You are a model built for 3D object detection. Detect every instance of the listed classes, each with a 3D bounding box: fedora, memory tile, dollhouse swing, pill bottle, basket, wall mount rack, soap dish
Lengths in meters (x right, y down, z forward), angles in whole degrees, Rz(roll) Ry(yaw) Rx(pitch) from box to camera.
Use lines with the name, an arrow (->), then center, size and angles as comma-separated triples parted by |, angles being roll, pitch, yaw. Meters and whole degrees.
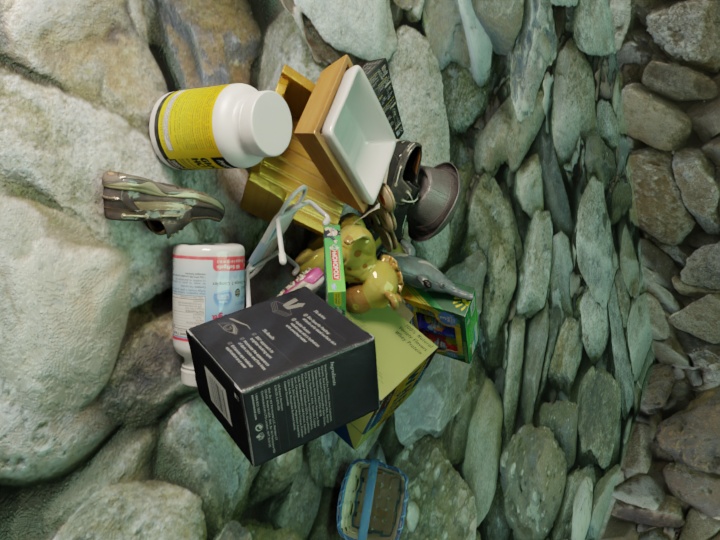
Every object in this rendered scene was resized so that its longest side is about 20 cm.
fedora -> 0.125, -0.158, 1.587 | 0.089, 0.199, 0.181 | 23, 90, -26
memory tile -> 0.012, -0.142, 1.381 | 0.016, 0.201, 0.155 | -24, 144, -15
dollhouse swing -> -0.085, -0.181, 1.238 | 0.172, 0.182, 0.205 | 19, 72, -9
pill bottle -> -0.195, -0.201, 1.064 | 0.111, 0.196, 0.116 | -7, 99, -53
basket -> 0.022, 0.461, 1.475 | 0.200, 0.135, 0.181 | 79, 23, -76
wall mount rack -> -0.125, -0.026, 1.152 | 0.202, 0.074, 0.174 | -55, 173, 33
pill bottle -> -0.225, 0.063, 1.122 | 0.108, 0.106, 0.207 | -6, 98, -55
soap dish -> -0.022, -0.218, 1.229 | 0.201, 0.079, 0.161 | 54, 49, -49

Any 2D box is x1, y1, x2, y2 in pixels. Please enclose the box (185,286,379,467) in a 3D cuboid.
box -> -0.106, 0.134, 1.027 | 0.196, 0.196, 0.121 | -19, 118, -26

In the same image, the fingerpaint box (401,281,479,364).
fingerpaint box -> 0.161, 0.100, 1.600 | 0.074, 0.163, 0.202 | -62, 156, -28

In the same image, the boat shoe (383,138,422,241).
boat shoe -> 0.082, -0.155, 1.497 | 0.071, 0.066, 0.206 | -3, 102, -55

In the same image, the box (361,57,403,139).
box -> 0.019, -0.302, 1.477 | 0.201, 0.042, 0.164 | -57, 137, -50

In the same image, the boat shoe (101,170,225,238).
boat shoe -> -0.281, -0.087, 1.072 | 0.197, 0.073, 0.075 | 11, 94, -47

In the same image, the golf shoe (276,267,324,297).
golf shoe -> -0.108, 0.075, 1.221 | 0.092, 0.200, 0.075 | 46, 34, 0

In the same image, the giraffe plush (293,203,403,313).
giraffe plush -> 0.000, 0.000, 1.317 | 0.164, 0.197, 0.173 | 53, 35, -15

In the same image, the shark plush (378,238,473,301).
shark plush -> 0.122, 0.024, 1.479 | 0.092, 0.198, 0.083 | -54, -179, 11

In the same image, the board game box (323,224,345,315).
board game box -> -0.040, 0.051, 1.178 | 0.203, 0.028, 0.137 | 92, -7, -46

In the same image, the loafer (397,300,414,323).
loafer -> 0.069, 0.087, 1.505 | 0.077, 0.066, 0.202 | -58, 141, -33

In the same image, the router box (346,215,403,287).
router box -> 0.014, -0.008, 1.516 | 0.201, 0.051, 0.160 | -52, 133, -40

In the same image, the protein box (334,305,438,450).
protein box -> -0.006, 0.163, 1.346 | 0.199, 0.197, 0.137 | -32, 154, -49
